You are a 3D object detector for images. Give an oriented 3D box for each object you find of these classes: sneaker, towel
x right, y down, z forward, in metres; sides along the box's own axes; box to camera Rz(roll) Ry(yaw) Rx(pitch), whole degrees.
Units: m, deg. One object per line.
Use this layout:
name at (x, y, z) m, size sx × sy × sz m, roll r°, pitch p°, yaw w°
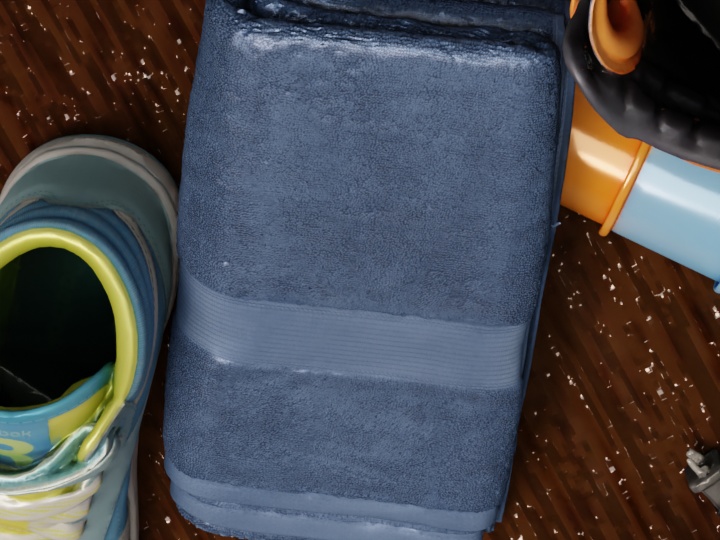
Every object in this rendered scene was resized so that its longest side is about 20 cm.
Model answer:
sneaker at (0.076, -0.109, 0.801) m, size 0.200 × 0.112 × 0.078 m, roll 48°, pitch 121°, yaw 4°
towel at (0.000, 0.000, 0.886) m, size 0.111 × 0.049 × 0.200 m, roll 7°, pitch 129°, yaw 0°
sneaker at (-0.106, 0.065, 0.901) m, size 0.079 × 0.131 × 0.200 m, roll 9°, pitch 103°, yaw 2°

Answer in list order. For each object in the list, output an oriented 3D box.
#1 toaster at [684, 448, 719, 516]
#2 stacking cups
toaster at (0.179, 0.128, 0.887) m, size 0.200 × 0.129 × 0.114 m, roll 43°, pitch 102°, yaw -4°
stacking cups at (0.102, -0.024, 0.905) m, size 0.200 × 0.061 × 0.061 m, roll 24°, pitch 103°, yaw 5°
